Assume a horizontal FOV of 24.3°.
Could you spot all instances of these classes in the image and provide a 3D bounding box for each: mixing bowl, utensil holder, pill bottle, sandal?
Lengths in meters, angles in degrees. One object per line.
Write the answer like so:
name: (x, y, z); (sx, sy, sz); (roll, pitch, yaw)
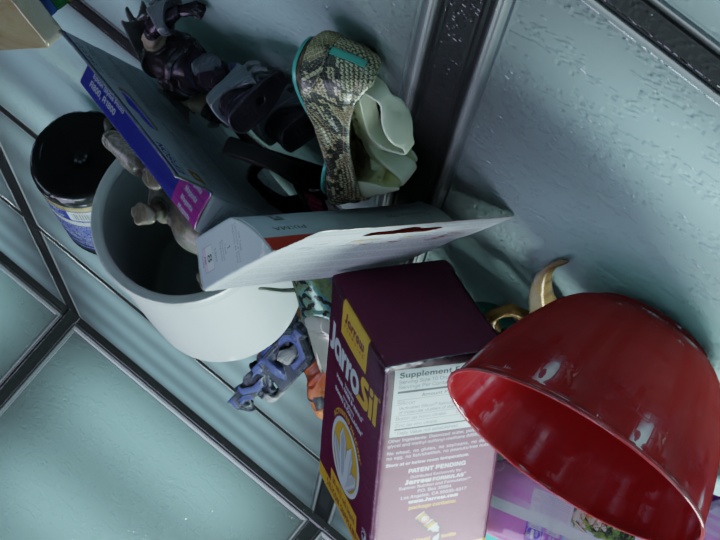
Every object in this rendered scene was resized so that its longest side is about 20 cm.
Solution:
mixing bowl: (0.169, 0.086, 1.136); (0.200, 0.109, 0.200); (32, 163, 11)
utensil holder: (-0.144, -0.017, 1.561); (0.170, 0.170, 0.200); (36, 168, 18)
pill bottle: (-0.284, -0.084, 1.841); (0.112, 0.112, 0.200); (36, 165, 18)
sandal: (-0.057, -0.066, 1.292); (0.075, 0.045, 0.200); (18, -177, 19)

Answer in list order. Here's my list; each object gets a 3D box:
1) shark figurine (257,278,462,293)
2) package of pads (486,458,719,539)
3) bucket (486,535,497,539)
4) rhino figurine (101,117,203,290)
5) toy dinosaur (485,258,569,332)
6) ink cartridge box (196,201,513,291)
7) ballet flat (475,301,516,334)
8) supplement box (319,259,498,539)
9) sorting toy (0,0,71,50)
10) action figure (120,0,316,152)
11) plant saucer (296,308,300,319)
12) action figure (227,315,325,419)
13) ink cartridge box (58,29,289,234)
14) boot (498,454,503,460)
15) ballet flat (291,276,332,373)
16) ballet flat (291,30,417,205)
shark figurine: (-0.006, 0.002, 1.448); (0.127, 0.090, 0.214); (9, -172, -23)
package of pads: (0.206, 0.200, 1.323); (0.199, 0.076, 0.120); (19, -164, 30)
bucket: (0.083, 0.228, 1.782); (0.207, 0.135, 0.207); (37, 167, 10)
rhino figurine: (-0.157, -0.064, 1.431); (0.200, 0.060, 0.087); (46, -158, 18)
toy dinosaur: (0.142, 0.044, 1.251); (0.106, 0.061, 0.200); (-7, 136, 27)
ink cartridge box: (-0.009, -0.032, 1.217); (0.200, 0.162, 0.057); (-31, 68, 59)
ballet flat: (0.131, 0.089, 1.397); (0.200, 0.067, 0.071); (54, -175, -44)
supplement box: (0.038, 0.113, 1.297); (0.131, 0.103, 0.201); (-121, 30, -53)
sorting toy: (-0.320, -0.282, 1.378); (0.199, 0.070, 0.200); (53, 164, -21)
action figure: (-0.110, -0.147, 1.274); (0.200, 0.069, 0.130); (32, 172, 46)
plant saucer: (-0.008, 0.061, 1.717); (0.200, 0.037, 0.201); (37, 165, 11)
action figure: (-0.063, 0.112, 1.894); (0.194, 0.105, 0.200); (47, 141, -7)
ink cartridge box: (-0.142, -0.093, 1.345); (0.200, 0.043, 0.196); (22, -157, -53)
boot: (0.084, 0.124, 1.570); (0.199, 0.066, 0.165); (28, 151, 17)
ballet flat: (0.002, 0.071, 1.372); (0.200, 0.074, 0.074); (45, 166, -35)
ballet flat: (0.002, -0.092, 1.156); (0.075, 0.068, 0.200); (20, 159, 15)
